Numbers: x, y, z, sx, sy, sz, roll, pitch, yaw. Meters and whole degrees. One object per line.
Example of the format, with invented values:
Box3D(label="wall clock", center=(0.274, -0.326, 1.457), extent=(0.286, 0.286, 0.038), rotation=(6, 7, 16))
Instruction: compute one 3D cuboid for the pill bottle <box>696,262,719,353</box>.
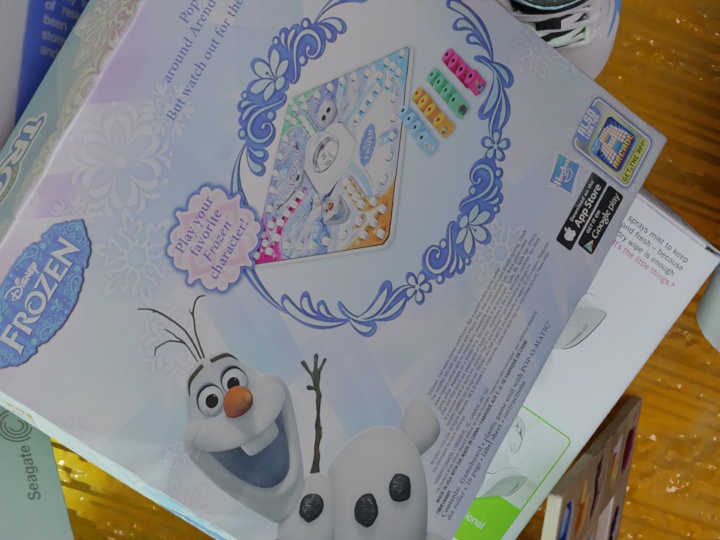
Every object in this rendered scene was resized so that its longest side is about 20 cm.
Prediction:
Box3D(label="pill bottle", center=(0.202, -0.050, 0.980), extent=(0.112, 0.112, 0.201), rotation=(17, 113, -16))

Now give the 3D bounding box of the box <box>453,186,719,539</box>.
Box3D(label="box", center=(0.000, 0.000, 0.998), extent=(0.199, 0.097, 0.177), rotation=(34, 94, -18))

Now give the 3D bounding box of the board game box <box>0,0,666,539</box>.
Box3D(label="board game box", center=(-0.020, -0.013, 0.877), extent=(0.199, 0.043, 0.201), rotation=(36, 78, -30))

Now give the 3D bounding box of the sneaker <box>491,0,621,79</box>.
Box3D(label="sneaker", center=(0.059, -0.107, 0.926), extent=(0.071, 0.200, 0.073), rotation=(-9, 65, 4))

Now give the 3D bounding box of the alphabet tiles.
Box3D(label="alphabet tiles", center=(0.073, 0.148, 1.008), extent=(0.007, 0.200, 0.168), rotation=(12, 102, 14))

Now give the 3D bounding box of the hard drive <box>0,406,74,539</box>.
Box3D(label="hard drive", center=(-0.202, 0.103, 0.954), extent=(0.199, 0.132, 0.027), rotation=(-3, 138, -19))

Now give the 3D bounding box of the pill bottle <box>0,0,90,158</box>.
Box3D(label="pill bottle", center=(-0.136, -0.089, 0.912), extent=(0.111, 0.112, 0.202), rotation=(8, 76, -15))
